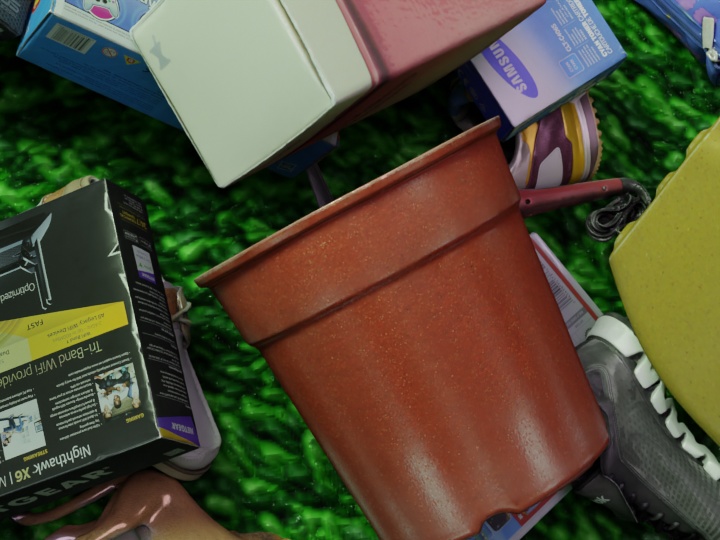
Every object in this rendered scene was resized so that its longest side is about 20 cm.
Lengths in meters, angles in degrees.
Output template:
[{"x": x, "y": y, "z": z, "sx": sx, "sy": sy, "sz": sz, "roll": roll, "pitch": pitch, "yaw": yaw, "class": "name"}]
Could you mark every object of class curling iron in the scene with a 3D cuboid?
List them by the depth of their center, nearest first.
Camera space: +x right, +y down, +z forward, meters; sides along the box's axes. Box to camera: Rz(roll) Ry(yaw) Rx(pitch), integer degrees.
[{"x": 0.105, "y": -0.036, "z": 0.981, "sx": 0.198, "sy": 0.026, "sz": 0.050, "roll": -3, "pitch": 54, "yaw": -15, "class": "curling iron"}]

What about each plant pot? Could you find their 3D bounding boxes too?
[{"x": 0.037, "y": 0.044, "z": 0.859, "sx": 0.200, "sy": 0.201, "sz": 0.196, "roll": -29, "pitch": 92, "yaw": -19, "class": "plant pot"}, {"x": 0.275, "y": -0.007, "z": 0.916, "sx": 0.200, "sy": 0.195, "sz": 0.195, "roll": 40, "pitch": 39, "yaw": 8, "class": "plant pot"}]

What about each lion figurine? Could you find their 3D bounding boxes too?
[{"x": -0.102, "y": 0.170, "z": 0.881, "sx": 0.200, "sy": 0.073, "sz": 0.122, "roll": 40, "pitch": 61, "yaw": 10, "class": "lion figurine"}]

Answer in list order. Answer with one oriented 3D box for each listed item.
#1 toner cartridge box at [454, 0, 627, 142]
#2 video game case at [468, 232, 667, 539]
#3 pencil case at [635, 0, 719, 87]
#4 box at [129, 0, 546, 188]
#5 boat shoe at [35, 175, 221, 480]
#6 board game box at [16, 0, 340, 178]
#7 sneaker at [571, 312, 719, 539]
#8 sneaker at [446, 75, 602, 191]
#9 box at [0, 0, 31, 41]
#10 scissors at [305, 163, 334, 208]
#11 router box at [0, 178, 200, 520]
[{"x": 0.081, "y": -0.196, "z": 0.980, "sx": 0.095, "sy": 0.043, "sz": 0.201, "roll": -32, "pitch": 86, "yaw": -10, "class": "toner cartridge box"}, {"x": 0.088, "y": 0.089, "z": 0.963, "sx": 0.200, "sy": 0.017, "sz": 0.143, "roll": -39, "pitch": 88, "yaw": -21, "class": "video game case"}, {"x": 0.225, "y": -0.219, "z": 1.077, "sx": 0.200, "sy": 0.078, "sz": 0.087, "roll": 48, "pitch": 47, "yaw": 10, "class": "pencil case"}, {"x": -0.010, "y": -0.148, "z": 0.868, "sx": 0.200, "sy": 0.128, "sz": 0.109, "roll": -31, "pitch": 91, "yaw": -40, "class": "box"}, {"x": -0.142, "y": 0.033, "z": 0.911, "sx": 0.068, "sy": 0.075, "sz": 0.201, "roll": -40, "pitch": 78, "yaw": 20, "class": "boat shoe"}, {"x": -0.099, "y": -0.187, "z": 0.941, "sx": 0.199, "sy": 0.056, "sz": 0.197, "roll": 23, "pitch": 57, "yaw": -27, "class": "board game box"}, {"x": 0.180, "y": 0.132, "z": 0.939, "sx": 0.090, "sy": 0.066, "sz": 0.201, "roll": -33, "pitch": 90, "yaw": -19, "class": "sneaker"}, {"x": 0.097, "y": -0.147, "z": 1.030, "sx": 0.089, "sy": 0.075, "sz": 0.201, "roll": -12, "pitch": 72, "yaw": -20, "class": "sneaker"}, {"x": -0.272, "y": -0.207, "z": 0.932, "sx": 0.051, "sy": 0.199, "sz": 0.159, "roll": 35, "pitch": 59, "yaw": -45, "class": "box"}, {"x": 0.000, "y": 0.000, "z": 0.976, "sx": 0.073, "sy": 0.014, "sz": 0.202, "roll": -5, "pitch": 78, "yaw": -16, "class": "scissors"}, {"x": -0.205, "y": 0.057, "z": 0.863, "sx": 0.199, "sy": 0.052, "sz": 0.158, "roll": -20, "pitch": 71, "yaw": 15, "class": "router box"}]
